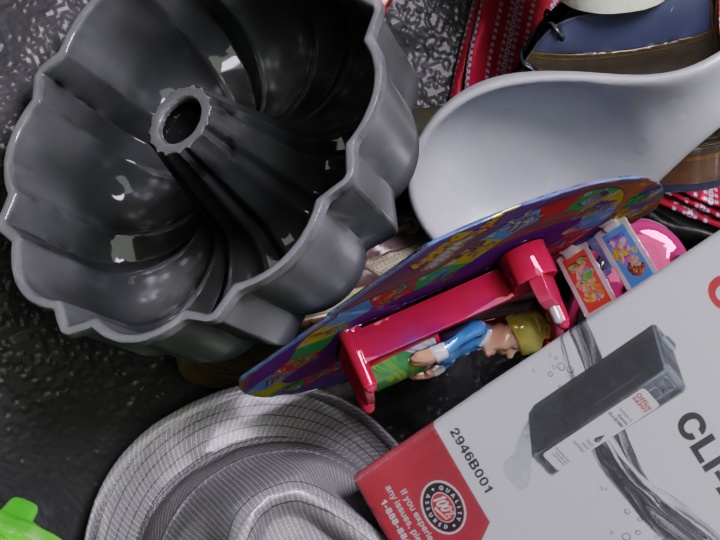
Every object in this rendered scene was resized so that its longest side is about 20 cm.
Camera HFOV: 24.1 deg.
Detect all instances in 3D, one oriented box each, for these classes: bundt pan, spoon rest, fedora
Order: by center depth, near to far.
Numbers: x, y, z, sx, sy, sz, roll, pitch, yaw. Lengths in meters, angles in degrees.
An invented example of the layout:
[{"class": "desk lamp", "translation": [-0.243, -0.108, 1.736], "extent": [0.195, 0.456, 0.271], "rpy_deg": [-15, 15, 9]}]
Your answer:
[{"class": "bundt pan", "translation": [-0.057, -0.049, 0.733], "extent": [0.076, 0.201, 0.203], "rpy_deg": [36, 67, -49]}, {"class": "fedora", "translation": [-0.027, 0.151, 0.743], "extent": [0.176, 0.090, 0.202], "rpy_deg": [-17, 93, -18]}, {"class": "spoon rest", "translation": [0.111, -0.069, 0.744], "extent": [0.199, 0.061, 0.100], "rpy_deg": [-33, 118, 12]}]

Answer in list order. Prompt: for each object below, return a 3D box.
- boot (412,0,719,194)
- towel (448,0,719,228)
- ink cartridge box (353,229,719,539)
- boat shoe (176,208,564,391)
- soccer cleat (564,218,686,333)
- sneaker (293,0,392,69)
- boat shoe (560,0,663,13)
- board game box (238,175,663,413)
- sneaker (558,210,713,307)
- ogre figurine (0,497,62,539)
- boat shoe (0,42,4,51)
[{"class": "boot", "translation": [0.081, -0.092, 0.809], "extent": [0.198, 0.075, 0.098], "rpy_deg": [-1, 112, 1]}, {"class": "towel", "translation": [0.151, -0.113, 0.900], "extent": [0.199, 0.022, 0.146], "rpy_deg": [19, 74, -17]}, {"class": "ink cartridge box", "translation": [0.121, 0.091, 0.701], "extent": [0.199, 0.084, 0.145], "rpy_deg": [-36, 78, 19]}, {"class": "boat shoe", "translation": [0.000, 0.000, 0.807], "extent": [0.198, 0.072, 0.072], "rpy_deg": [-17, 64, -15]}, {"class": "soccer cleat", "translation": [0.129, 0.078, 0.795], "extent": [0.069, 0.086, 0.202], "rpy_deg": [-4, 87, 2]}, {"class": "sneaker", "translation": [-0.016, -0.188, 0.827], "extent": [0.081, 0.078, 0.202], "rpy_deg": [9, 70, -12]}, {"class": "boat shoe", "translation": [0.095, -0.197, 0.811], "extent": [0.071, 0.200, 0.068], "rpy_deg": [-16, 128, -10]}, {"class": "board game box", "translation": [0.045, 0.026, 0.717], "extent": [0.157, 0.200, 0.039], "rpy_deg": [-9, 68, -49]}, {"class": "sneaker", "translation": [0.166, 0.030, 0.850], "extent": [0.199, 0.083, 0.071], "rpy_deg": [43, 71, -10]}, {"class": "ogre figurine", "translation": [-0.168, 0.155, 0.700], "extent": [0.199, 0.098, 0.121], "rpy_deg": [20, 87, 16]}, {"class": "boat shoe", "translation": [-0.198, -0.100, 0.744], "extent": [0.072, 0.072, 0.201], "rpy_deg": [29, 82, -19]}]
